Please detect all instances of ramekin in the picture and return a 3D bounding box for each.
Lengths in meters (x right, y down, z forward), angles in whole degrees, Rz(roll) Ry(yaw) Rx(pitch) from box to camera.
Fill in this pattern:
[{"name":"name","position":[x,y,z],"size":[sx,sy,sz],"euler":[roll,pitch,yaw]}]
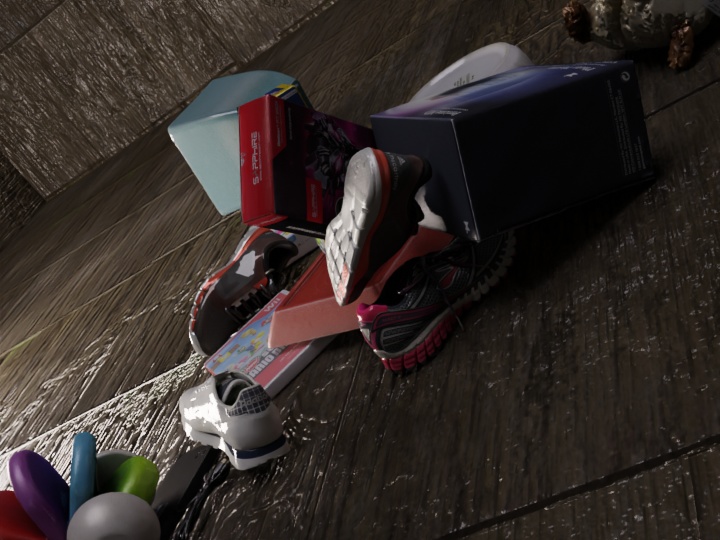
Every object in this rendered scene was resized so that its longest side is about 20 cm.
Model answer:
[{"name":"ramekin","position":[0.145,-0.194,1.209],"size":[0.200,0.105,0.200],"euler":[-33,22,15]}]

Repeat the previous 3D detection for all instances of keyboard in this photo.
[{"name":"keyboard","position":[-0.188,0.247,0.965],"size":[0.127,0.021,0.200],"euler":[-28,23,40]}]

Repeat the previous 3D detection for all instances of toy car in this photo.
[{"name":"toy car","position":[-0.289,0.238,0.924],"size":[0.200,0.150,0.175],"euler":[-44,17,-2]}]

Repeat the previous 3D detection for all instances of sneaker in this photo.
[{"name":"sneaker","position":[0.020,-0.034,0.926],"size":[0.200,0.082,0.077],"euler":[112,147,-52]},{"name":"sneaker","position":[-0.136,0.136,0.995],"size":[0.076,0.081,0.200],"euler":[-25,17,-29]},{"name":"sneaker","position":[0.079,0.006,0.946],"size":[0.200,0.075,0.081],"euler":[-48,23,-25]},{"name":"sneaker","position":[-0.151,0.028,1.283],"size":[0.082,0.077,0.200],"euler":[16,68,34]}]

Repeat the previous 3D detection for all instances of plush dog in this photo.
[{"name":"plush dog","position":[0.336,-0.306,1.133],"size":[0.199,0.161,0.172],"euler":[-11,5,-6]}]

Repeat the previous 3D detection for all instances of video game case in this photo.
[{"name":"video game case","position":[-0.105,0.089,1.158],"size":[0.143,0.017,0.200],"euler":[-44,21,-13]}]

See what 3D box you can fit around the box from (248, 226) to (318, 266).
[{"name":"box","position":[-0.082,-0.071,1.420],"size":[0.200,0.041,0.156],"euler":[-33,21,16]}]

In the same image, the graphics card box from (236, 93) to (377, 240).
[{"name":"graphics card box","position":[-0.038,-0.097,1.014],"size":[0.051,0.200,0.126],"euler":[-15,73,39]}]

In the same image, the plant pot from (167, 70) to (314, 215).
[{"name":"plant pot","position":[-0.185,-0.250,1.762],"size":[0.199,0.196,0.197],"euler":[-13,31,33]}]

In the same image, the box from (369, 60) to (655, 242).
[{"name":"box","position":[0.143,-0.125,0.958],"size":[0.198,0.124,0.200],"euler":[-21,16,-17]}]

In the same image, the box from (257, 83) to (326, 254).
[{"name":"box","position":[-0.057,-0.110,1.102],"size":[0.064,0.200,0.070],"euler":[-34,20,-8]}]

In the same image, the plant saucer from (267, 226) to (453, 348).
[{"name":"plant saucer","position":[0.000,0.000,1.109],"size":[0.200,0.037,0.200],"euler":[-16,25,39]}]
